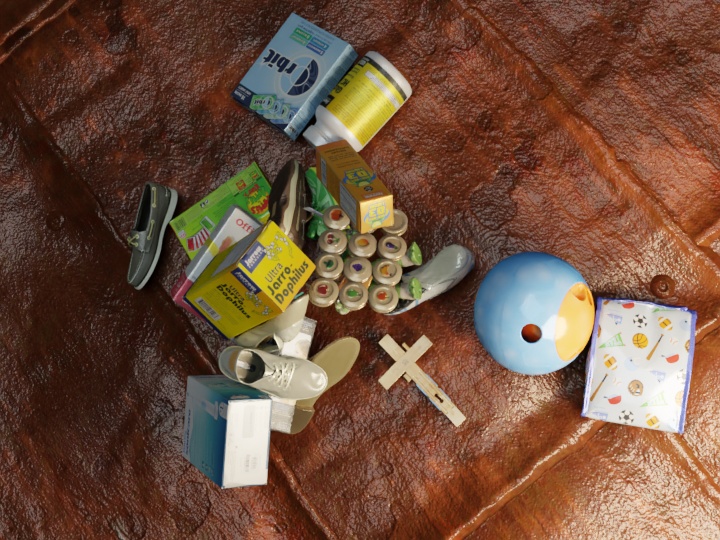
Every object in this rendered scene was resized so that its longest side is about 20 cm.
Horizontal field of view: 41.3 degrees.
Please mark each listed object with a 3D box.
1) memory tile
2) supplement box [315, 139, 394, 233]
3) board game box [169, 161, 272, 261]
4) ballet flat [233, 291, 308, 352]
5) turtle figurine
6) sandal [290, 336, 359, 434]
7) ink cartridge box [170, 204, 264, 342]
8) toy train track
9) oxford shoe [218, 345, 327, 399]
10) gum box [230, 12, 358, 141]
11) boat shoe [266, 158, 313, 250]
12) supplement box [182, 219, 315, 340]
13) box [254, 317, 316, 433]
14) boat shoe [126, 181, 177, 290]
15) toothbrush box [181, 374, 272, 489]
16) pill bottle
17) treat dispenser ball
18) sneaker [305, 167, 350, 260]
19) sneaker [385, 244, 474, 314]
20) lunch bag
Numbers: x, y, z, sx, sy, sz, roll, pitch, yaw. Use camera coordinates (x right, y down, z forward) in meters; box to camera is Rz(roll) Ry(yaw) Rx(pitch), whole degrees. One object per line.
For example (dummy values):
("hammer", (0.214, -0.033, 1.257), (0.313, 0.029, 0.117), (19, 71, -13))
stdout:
("memory tile", (-0.001, -0.023, 1.595), (0.151, 0.017, 0.202), (7, 58, 4))
("supplement box", (-0.012, -0.147, 1.636), (0.066, 0.069, 0.201), (-16, 42, -19))
("board game box", (-0.248, -0.101, 1.791), (0.199, 0.048, 0.102), (-35, 76, 3))
("ballet flat", (-0.138, 0.097, 1.597), (0.199, 0.069, 0.070), (-30, 71, 46))
("turtle figurine", (0.000, 0.000, 1.632), (0.191, 0.145, 0.202), (-7, 123, 18))
("sandal", (-0.087, 0.186, 1.698), (0.213, 0.077, 0.070), (-56, 36, 11))
("ink cartridge box", (-0.226, 0.003, 1.716), (0.144, 0.083, 0.201), (35, 90, -15))
("toy train track", (0.108, 0.194, 1.679), (0.115, 0.033, 0.200), (-43, 81, -7))
("oxford shoe", (-0.140, 0.173, 1.590), (0.198, 0.058, 0.076), (19, 79, -27))
("gum box", (-0.126, -0.366, 1.793), (0.169, 0.045, 0.201), (35, 87, 34))
("boat shoe", (-0.122, -0.111, 1.713), (0.075, 0.074, 0.204), (-36, 34, 39))
("supplement box", (-0.185, 0.020, 1.569), (0.110, 0.199, 0.109), (45, 53, -15))
("box", (-0.150, 0.175, 1.683), (0.060, 0.116, 0.203), (18, 82, -29))
("boat shoe", (-0.405, -0.067, 1.795), (0.072, 0.060, 0.204), (2, 72, 52))
("toothbrush box", (-0.231, 0.269, 1.627), (0.084, 0.199, 0.149), (2, 94, -31))
("pill bottle", (-0.010, -0.292, 1.747), (0.112, 0.112, 0.200), (43, 89, 15))
("treat dispenser ball", (0.285, 0.070, 1.576), (0.198, 0.201, 0.204), (-2, 79, 10))
("sneaker", (-0.066, -0.096, 1.741), (0.083, 0.074, 0.202), (-21, 77, 2))
("sneaker", (0.116, 0.025, 1.692), (0.199, 0.072, 0.073), (-31, 57, 18))
("lunch bag", (0.458, 0.151, 1.571), (0.168, 0.124, 0.203), (7, 89, 13))
